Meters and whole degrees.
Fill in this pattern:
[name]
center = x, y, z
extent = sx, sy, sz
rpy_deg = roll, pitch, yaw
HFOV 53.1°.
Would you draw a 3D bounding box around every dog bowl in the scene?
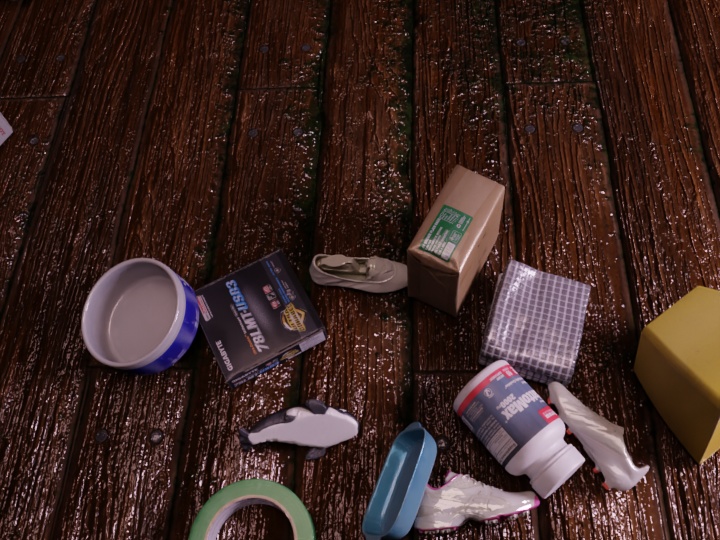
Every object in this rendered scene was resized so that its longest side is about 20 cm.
[dog bowl]
center = -0.395, 0.084, 1.297
extent = 0.198, 0.079, 0.202
rpy_deg = -6, 68, 15

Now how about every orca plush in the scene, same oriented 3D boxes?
[orca plush]
center = -0.104, 0.265, 1.222
extent = 0.198, 0.071, 0.106
rpy_deg = -19, 105, -1

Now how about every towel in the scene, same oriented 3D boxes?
[towel]
center = 0.305, 0.088, 1.258
extent = 0.164, 0.086, 0.201
rpy_deg = 14, 63, 12

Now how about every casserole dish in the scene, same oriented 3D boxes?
[casserole dish]
center = 0.065, 0.337, 1.130
extent = 0.039, 0.121, 0.201
rpy_deg = 31, 63, -12

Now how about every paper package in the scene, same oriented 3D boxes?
[paper package]
center = 0.169, -0.050, 1.285
extent = 0.103, 0.191, 0.201
rpy_deg = 24, 67, 17

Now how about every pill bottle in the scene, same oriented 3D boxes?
[pill bottle]
center = 0.255, 0.254, 1.150
extent = 0.119, 0.120, 0.200
rpy_deg = -36, 64, -14

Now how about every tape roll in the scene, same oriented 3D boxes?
[tape roll]
center = -0.168, 0.433, 1.128
extent = 0.198, 0.048, 0.202
rpy_deg = -2, 61, 3

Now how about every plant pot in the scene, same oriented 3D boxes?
[plant pot]
center = 0.556, 0.147, 1.152
extent = 0.199, 0.201, 0.177
rpy_deg = -33, 52, -13

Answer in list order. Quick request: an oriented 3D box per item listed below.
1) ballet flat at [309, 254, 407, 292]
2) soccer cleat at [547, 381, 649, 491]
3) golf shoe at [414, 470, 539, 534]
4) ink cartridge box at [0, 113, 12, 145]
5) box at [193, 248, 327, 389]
[ballet flat]
center = 0.000, 0.000, 1.344
extent = 0.198, 0.070, 0.070
rpy_deg = 4, 61, 6
[soccer cleat]
center = 0.379, 0.257, 1.162
extent = 0.077, 0.069, 0.201
rpy_deg = -39, 68, 15
[golf shoe]
center = 0.177, 0.354, 1.123
extent = 0.198, 0.075, 0.092
rpy_deg = -8, 67, -1
[ink cartridge box]
center = -0.863, -0.284, 1.529
extent = 0.083, 0.145, 0.201
rpy_deg = 24, 65, 17
[box]
center = -0.191, 0.085, 1.324
extent = 0.197, 0.050, 0.201
rpy_deg = -25, 61, -10
